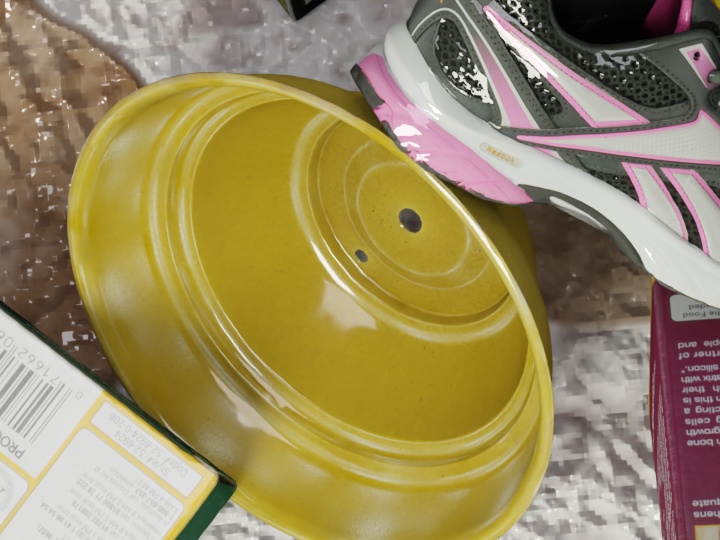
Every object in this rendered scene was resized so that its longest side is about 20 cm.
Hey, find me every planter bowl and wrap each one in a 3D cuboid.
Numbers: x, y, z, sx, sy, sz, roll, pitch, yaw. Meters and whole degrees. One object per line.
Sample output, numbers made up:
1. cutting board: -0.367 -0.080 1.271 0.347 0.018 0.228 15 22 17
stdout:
1. planter bowl: 0.000 0.000 1.044 0.200 0.201 0.083 37 46 10

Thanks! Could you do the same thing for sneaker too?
1. sneaker: 0.102 -0.051 0.966 0.200 0.080 0.086 20 119 -27

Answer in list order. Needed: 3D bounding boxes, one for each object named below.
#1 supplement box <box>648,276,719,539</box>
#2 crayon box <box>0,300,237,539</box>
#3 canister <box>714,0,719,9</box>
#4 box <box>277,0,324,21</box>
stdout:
1. supplement box: 0.158 0.091 0.990 0.110 0.086 0.200 -3 44 3
2. crayon box: -0.155 0.118 1.061 0.126 0.052 0.200 37 86 10
3. canister: 0.142 -0.163 1.056 0.200 0.087 0.149 -48 36 2
4. box: 0.022 -0.199 1.131 0.200 0.035 0.110 -36 79 -5
